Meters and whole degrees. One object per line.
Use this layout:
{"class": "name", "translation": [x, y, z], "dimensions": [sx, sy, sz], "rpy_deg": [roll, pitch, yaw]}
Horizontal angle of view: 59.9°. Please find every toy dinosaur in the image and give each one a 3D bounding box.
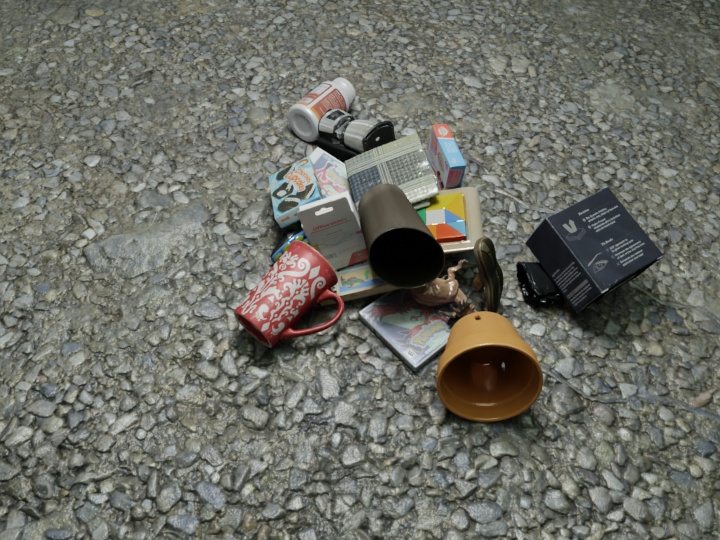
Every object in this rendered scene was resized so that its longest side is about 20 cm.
{"class": "toy dinosaur", "translation": [0.165, 0.051, 1.357], "dimensions": [0.198, 0.086, 0.136], "rpy_deg": [5, 57, 6]}

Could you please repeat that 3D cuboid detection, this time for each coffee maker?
{"class": "coffee maker", "translation": [-0.012, -0.307, 1.620], "dimensions": [0.134, 0.194, 0.199], "rpy_deg": [-12, 28, -40]}

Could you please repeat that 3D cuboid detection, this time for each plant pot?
{"class": "plant pot", "translation": [0.247, 0.176, 1.228], "dimensions": [0.198, 0.201, 0.140], "rpy_deg": [6, 34, 1]}

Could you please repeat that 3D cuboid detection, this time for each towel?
{"class": "towel", "translation": [0.073, -0.213, 1.461], "dimensions": [0.198, 0.035, 0.194], "rpy_deg": [-20, 60, 8]}

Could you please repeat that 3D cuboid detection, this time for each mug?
{"class": "mug", "translation": [-0.144, 0.061, 1.303], "dimensions": [0.177, 0.134, 0.200], "rpy_deg": [29, 65, 32]}

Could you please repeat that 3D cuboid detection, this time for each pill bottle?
{"class": "pill bottle", "translation": [-0.103, -0.457, 1.754], "dimensions": [0.112, 0.113, 0.200], "rpy_deg": [30, 55, 19]}

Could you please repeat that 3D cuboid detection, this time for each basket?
{"class": "basket", "translation": [0.071, -0.083, 1.309], "dimensions": [0.180, 0.136, 0.201], "rpy_deg": [30, 25, -33]}

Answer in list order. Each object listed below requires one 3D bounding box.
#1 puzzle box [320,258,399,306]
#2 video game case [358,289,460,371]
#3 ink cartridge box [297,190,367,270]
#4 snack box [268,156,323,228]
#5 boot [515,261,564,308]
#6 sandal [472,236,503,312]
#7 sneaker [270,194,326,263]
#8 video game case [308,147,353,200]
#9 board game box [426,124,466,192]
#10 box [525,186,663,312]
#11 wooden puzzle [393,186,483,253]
{"class": "puzzle box", "translation": [0.000, 0.000, 1.407], "dimensions": [0.198, 0.026, 0.134], "rpy_deg": [-13, 50, 9]}
{"class": "video game case", "translation": [0.127, 0.103, 1.374], "dimensions": [0.199, 0.023, 0.182], "rpy_deg": [-33, 60, -27]}
{"class": "ink cartridge box", "translation": [-0.058, -0.094, 1.352], "dimensions": [0.116, 0.201, 0.068], "rpy_deg": [-17, 49, 5]}
{"class": "snack box", "translation": [-0.152, -0.187, 1.473], "dimensions": [0.115, 0.037, 0.201], "rpy_deg": [-26, 37, 6]}
{"class": "boot", "translation": [0.441, -0.007, 1.454], "dimensions": [0.161, 0.074, 0.200], "rpy_deg": [-4, 57, -11]}
{"class": "sandal", "translation": [0.268, 0.013, 1.358], "dimensions": [0.054, 0.201, 0.082], "rpy_deg": [5, 46, 34]}
{"class": "sneaker", "translation": [-0.147, -0.097, 1.472], "dimensions": [0.082, 0.071, 0.201], "rpy_deg": [21, 73, 38]}
{"class": "video game case", "translation": [-0.091, -0.194, 1.554], "dimensions": [0.199, 0.023, 0.183], "rpy_deg": [35, 76, 22]}
{"class": "board game box", "translation": [0.201, -0.231, 1.536], "dimensions": [0.040, 0.201, 0.154], "rpy_deg": [-7, 52, -10]}
{"class": "box", "translation": [0.512, -0.048, 1.382], "dimensions": [0.196, 0.118, 0.201], "rpy_deg": [-25, 72, -22]}
{"class": "wooden puzzle", "translation": [0.173, -0.114, 1.410], "dimensions": [0.198, 0.037, 0.186], "rpy_deg": [-4, 53, 8]}
